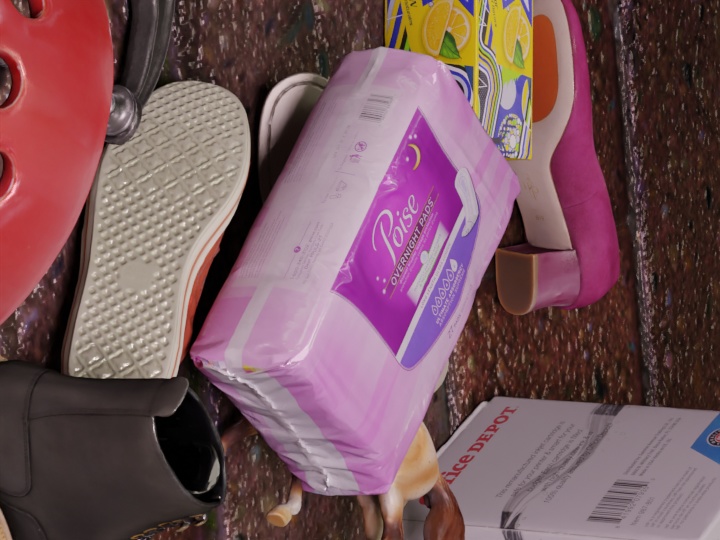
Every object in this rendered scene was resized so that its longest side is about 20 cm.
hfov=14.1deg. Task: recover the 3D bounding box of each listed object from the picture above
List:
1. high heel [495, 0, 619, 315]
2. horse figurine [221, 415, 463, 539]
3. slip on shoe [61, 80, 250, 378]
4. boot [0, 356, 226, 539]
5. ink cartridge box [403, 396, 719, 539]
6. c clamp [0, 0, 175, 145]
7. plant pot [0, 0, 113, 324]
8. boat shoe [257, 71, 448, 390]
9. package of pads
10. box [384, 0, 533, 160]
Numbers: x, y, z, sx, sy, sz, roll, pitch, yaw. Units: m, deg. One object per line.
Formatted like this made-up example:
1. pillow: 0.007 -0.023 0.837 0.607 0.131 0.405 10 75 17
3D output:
1. high heel: 0.126 -0.074 1.761 0.096 0.067 0.201 -14 117 -47
2. horse figurine: -0.006 0.099 1.536 0.200 0.050 0.133 42 50 -26
3. slip on shoe: -0.102 -0.006 1.419 0.061 0.074 0.201 103 0 -61
4. boot: -0.104 0.122 1.339 0.200 0.138 0.078 59 44 -41
5. ink cartridge box: 0.138 0.145 1.661 0.145 0.199 0.084 -44 128 -48
6. c clamp: -0.153 -0.118 1.368 0.200 0.027 0.172 20 68 -54
7. plant pot: -0.223 -0.075 1.102 0.182 0.199 0.202 24 70 -48
8. boat shoe: -0.011 -0.021 1.578 0.063 0.072 0.201 -123 -171 -66
9. package of pads: 0.000 0.000 1.461 0.121 0.075 0.201 54 52 -43
10. box: 0.057 -0.163 1.657 0.070 0.064 0.202 1 89 -57
